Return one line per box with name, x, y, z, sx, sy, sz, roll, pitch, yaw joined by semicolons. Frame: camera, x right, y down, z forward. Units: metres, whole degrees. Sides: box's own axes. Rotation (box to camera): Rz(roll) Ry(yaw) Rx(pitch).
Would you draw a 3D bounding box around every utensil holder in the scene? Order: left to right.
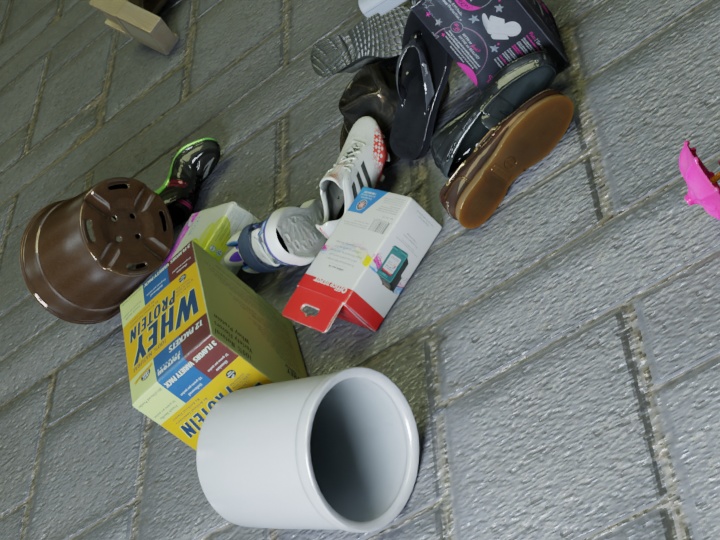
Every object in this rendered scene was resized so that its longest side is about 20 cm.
utensil holder;-0.061;0.202;1.496;0.198;0.170;0.172;-13;47;46

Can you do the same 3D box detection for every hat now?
hat;0.025;-0.240;1.909;0.199;0.081;0.202;-30;37;26

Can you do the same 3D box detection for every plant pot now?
plant pot;-0.385;-0.039;2.048;0.197;0.199;0.202;-25;38;53

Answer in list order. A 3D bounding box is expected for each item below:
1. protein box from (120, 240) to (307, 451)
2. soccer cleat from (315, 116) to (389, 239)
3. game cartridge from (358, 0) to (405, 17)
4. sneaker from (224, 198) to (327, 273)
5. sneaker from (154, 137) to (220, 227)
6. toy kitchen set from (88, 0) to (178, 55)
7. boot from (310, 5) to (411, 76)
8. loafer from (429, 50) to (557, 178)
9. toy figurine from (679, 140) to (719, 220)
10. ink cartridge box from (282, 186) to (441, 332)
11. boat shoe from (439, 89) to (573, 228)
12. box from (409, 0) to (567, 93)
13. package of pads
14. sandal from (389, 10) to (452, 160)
protein box;-0.178;0.113;1.688;0.135;0.198;0.201;-40;34;13
soccer cleat;-0.015;-0.124;1.811;0.068;0.085;0.203;-11;60;41
game cartridge;0.065;-0.414;1.713;0.132;0.041;0.202;-30;35;35
sneaker;-0.125;-0.027;1.798;0.145;0.081;0.200;-27;5;20
sneaker;-0.284;-0.122;2.181;0.084;0.077;0.201;36;89;40
toy kitchen set;-0.388;-0.533;2.692;0.179;0.163;0.201;28;78;28
boot;0.031;-0.335;1.977;0.198;0.069;0.130;-15;4;28
loafer;0.171;-0.192;1.707;0.200;0.068;0.071;-41;41;22
toy figurine;0.401;-0.120;1.327;0.200;0.151;0.183;-44;16;-34
ink cartridge box;0.000;0.000;1.711;0.201;0.067;0.116;-57;33;-11
boat shoe;0.171;-0.145;1.651;0.200;0.070;0.070;-46;37;6
box;0.160;-0.331;1.733;0.114;0.200;0.133;-32;35;21
package of pads;-0.224;-0.016;1.959;0.156;0.068;0.199;-60;20;-16
sandal;0.075;-0.244;1.793;0.075;0.043;0.204;16;107;35
